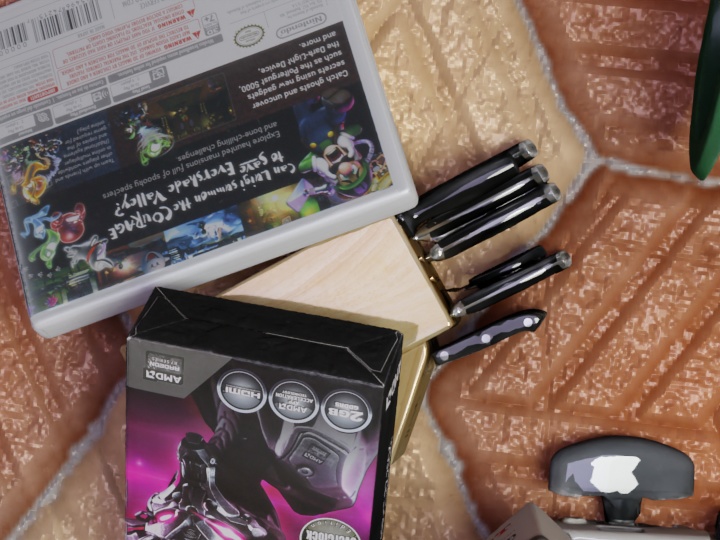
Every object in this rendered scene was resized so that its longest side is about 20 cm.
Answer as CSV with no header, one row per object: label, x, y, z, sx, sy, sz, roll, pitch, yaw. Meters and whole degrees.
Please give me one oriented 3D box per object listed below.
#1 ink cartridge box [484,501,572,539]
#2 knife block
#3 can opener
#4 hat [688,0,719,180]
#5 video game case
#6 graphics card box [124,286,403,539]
ink cartridge box,0.053,0.194,0.890,0.147,0.200,0.083,-42,93,4
knife block,0.000,0.000,1.014,0.200,0.064,0.176,17,92,7
can opener,0.192,0.118,0.997,0.200,0.053,0.067,1,92,6
hat,0.253,-0.104,0.941,0.176,0.200,0.166,11,71,4
video game case,-0.089,-0.080,1.014,0.200,0.023,0.182,-19,66,7
graphics card box,-0.050,0.110,0.981,0.125,0.051,0.200,11,123,8
